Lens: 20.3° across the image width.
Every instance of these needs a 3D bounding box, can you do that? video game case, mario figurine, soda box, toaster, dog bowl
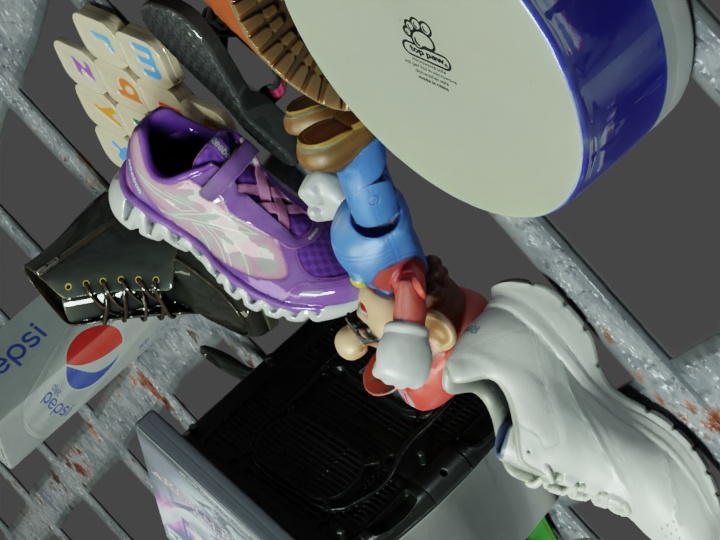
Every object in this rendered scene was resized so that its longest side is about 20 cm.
[{"bbox_3d":[-0.078,0.175,1.267,0.143,0.019,0.200,40,161,19],"label":"video game case"},{"bbox_3d":[0.000,0.000,1.170,0.106,0.124,0.200,-7,119,32],"label":"mario figurine"},{"bbox_3d":[-0.224,0.056,1.551,0.068,0.200,0.064,35,153,26],"label":"soda box"},{"bbox_3d":[0.015,0.123,1.271,0.200,0.181,0.119,28,153,40],"label":"toaster"},{"bbox_3d":[0.053,-0.125,0.933,0.200,0.079,0.200,38,155,21],"label":"dog bowl"}]

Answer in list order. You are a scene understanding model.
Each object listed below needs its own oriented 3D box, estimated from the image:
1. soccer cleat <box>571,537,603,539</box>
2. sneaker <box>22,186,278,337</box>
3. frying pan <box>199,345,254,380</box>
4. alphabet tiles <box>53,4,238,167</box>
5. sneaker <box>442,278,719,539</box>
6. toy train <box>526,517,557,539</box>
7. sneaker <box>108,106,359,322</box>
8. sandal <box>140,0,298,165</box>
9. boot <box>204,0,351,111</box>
[{"bbox_3d":[0.206,0.235,1.258,0.200,0.069,0.078,42,152,-4],"label":"soccer cleat"},{"bbox_3d":[-0.155,0.019,1.491,0.200,0.106,0.075,29,151,37],"label":"sneaker"},{"bbox_3d":[-0.045,0.104,1.528,0.115,0.031,0.190,57,159,-20],"label":"frying pan"},{"bbox_3d":[-0.133,-0.094,1.392,0.195,0.015,0.200,26,149,42],"label":"alphabet tiles"},{"bbox_3d":[0.125,0.101,1.154,0.200,0.087,0.075,46,156,2],"label":"sneaker"},{"bbox_3d":[0.140,0.245,1.393,0.042,0.056,0.200,-2,128,42],"label":"toy train"},{"bbox_3d":[-0.075,-0.042,1.279,0.200,0.081,0.089,28,140,18],"label":"sneaker"},{"bbox_3d":[-0.072,-0.122,1.188,0.075,0.045,0.200,41,177,24],"label":"sandal"},{"bbox_3d":[-0.059,-0.165,1.095,0.200,0.075,0.107,48,171,-3],"label":"boot"}]
